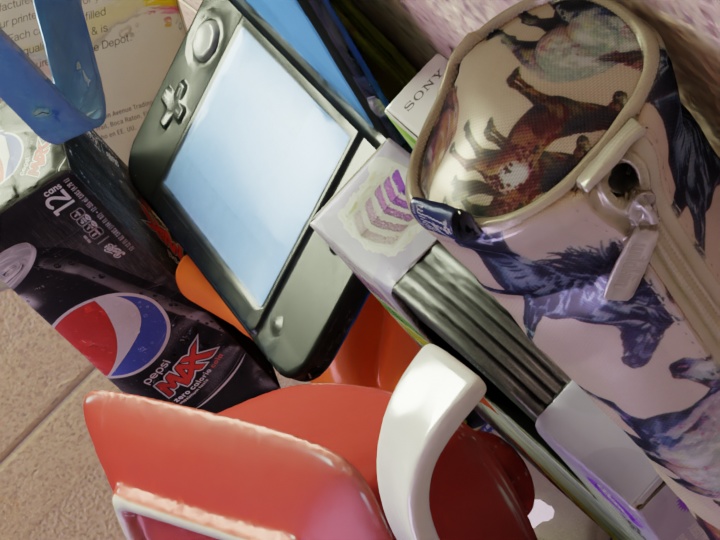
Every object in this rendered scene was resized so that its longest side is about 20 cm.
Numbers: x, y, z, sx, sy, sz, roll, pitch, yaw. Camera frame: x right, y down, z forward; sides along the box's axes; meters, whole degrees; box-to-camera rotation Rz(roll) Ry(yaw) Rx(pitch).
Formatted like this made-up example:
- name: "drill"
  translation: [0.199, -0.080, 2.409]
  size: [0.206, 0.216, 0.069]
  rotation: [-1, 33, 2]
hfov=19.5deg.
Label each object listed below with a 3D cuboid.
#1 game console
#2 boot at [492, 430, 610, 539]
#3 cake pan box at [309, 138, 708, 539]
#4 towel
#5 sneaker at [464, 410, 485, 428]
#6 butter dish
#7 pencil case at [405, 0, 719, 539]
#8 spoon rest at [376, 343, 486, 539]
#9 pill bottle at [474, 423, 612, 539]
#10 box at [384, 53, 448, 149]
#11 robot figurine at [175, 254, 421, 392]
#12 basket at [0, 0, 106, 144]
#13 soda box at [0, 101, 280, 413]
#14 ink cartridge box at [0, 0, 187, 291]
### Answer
- name: "game console"
  translation: [-0.065, -0.080, 0.884]
  size: [0.118, 0.171, 0.200]
  rotation: [16, -159, -37]
- name: "boot"
  translation: [0.082, 0.090, 1.042]
  size: [0.072, 0.155, 0.200]
  rotation: [3, -167, -20]
- name: "cake pan box"
  translation: [0.085, 0.053, 0.792]
  size: [0.184, 0.052, 0.200]
  rotation: [40, 174, 35]
- name: "towel"
  translation: [0.001, -0.089, 0.976]
  size: [0.086, 0.018, 0.200]
  rotation: [45, 177, -4]
- name: "sneaker"
  translation: [0.043, 0.058, 1.188]
  size: [0.083, 0.072, 0.200]
  rotation: [21, -178, -8]
- name: "butter dish"
  translation: [0.010, 0.117, 0.847]
  size: [0.200, 0.148, 0.200]
  rotation: [6, 122, 52]
- name: "pencil case"
  translation: [0.094, 0.019, 0.568]
  size: [0.200, 0.078, 0.090]
  rotation: [47, -169, -30]
- name: "spoon rest"
  translation: [0.071, 0.111, 0.739]
  size: [0.200, 0.061, 0.099]
  rotation: [47, 175, -28]
- name: "pill bottle"
  translation: [0.137, 0.140, 1.344]
  size: [0.200, 0.112, 0.112]
  rotation: [45, 177, 3]
- name: "box"
  translation: [0.099, 0.012, 0.819]
  size: [0.144, 0.036, 0.200]
  rotation: [43, 175, 38]
- name: "robot figurine"
  translation: [0.001, 0.000, 0.993]
  size: [0.200, 0.144, 0.117]
  rotation: [31, 160, 49]
- name: "basket"
  translation: [-0.142, -0.155, 0.648]
  size: [0.176, 0.139, 0.201]
  rotation: [49, -154, -58]
- name: "soda box"
  translation: [-0.118, 0.001, 1.015]
  size: [0.200, 0.063, 0.071]
  rotation: [50, -166, -46]
- name: "ink cartridge box"
  translation: [-0.168, -0.108, 1.106]
  size: [0.145, 0.147, 0.201]
  rotation: [-151, 46, -76]
